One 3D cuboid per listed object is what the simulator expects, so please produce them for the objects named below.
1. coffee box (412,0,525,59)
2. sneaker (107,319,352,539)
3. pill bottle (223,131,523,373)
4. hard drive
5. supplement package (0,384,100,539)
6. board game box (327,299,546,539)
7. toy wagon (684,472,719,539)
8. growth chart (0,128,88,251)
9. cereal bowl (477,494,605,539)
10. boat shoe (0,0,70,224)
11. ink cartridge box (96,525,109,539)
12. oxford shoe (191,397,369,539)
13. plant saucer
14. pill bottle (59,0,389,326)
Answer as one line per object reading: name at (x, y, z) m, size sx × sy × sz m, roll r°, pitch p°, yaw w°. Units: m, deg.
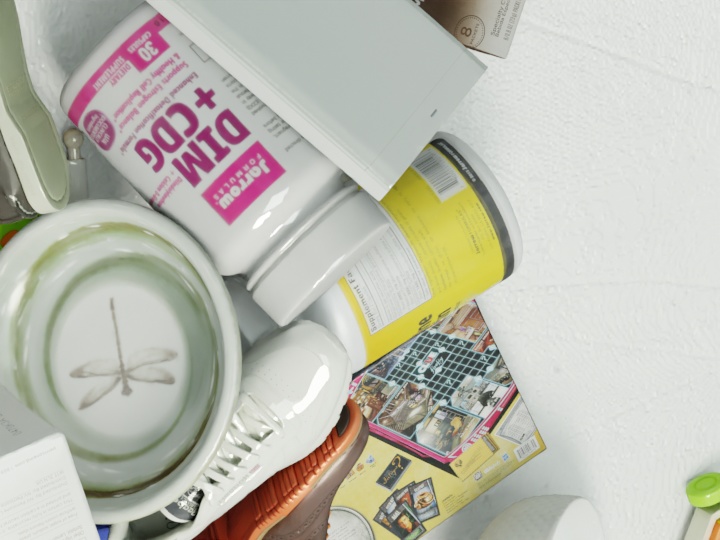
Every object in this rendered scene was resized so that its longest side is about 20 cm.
coffee box at (0.066, -0.253, 1.733) m, size 0.114 × 0.080 × 0.201 m, roll 17°, pitch 95°, yaw -28°
sneaker at (-0.082, 0.113, 1.666) m, size 0.076 × 0.080 × 0.200 m, roll 45°, pitch 113°, yaw 3°
pill bottle at (0.000, 0.000, 1.747) m, size 0.199 × 0.112 × 0.112 m, roll -31°, pitch 114°, yaw -16°
hard drive at (-0.029, -0.150, 1.631) m, size 0.200 × 0.026 × 0.132 m, roll 41°, pitch 50°, yaw -3°
supplement package at (-0.217, 0.190, 1.577) m, size 0.117 × 0.117 × 0.201 m, roll -24°, pitch 112°, yaw -20°
board game box at (0.019, 0.121, 1.831) m, size 0.200 × 0.035 × 0.136 m, roll -33°, pitch 115°, yaw -15°
toy wagon at (0.331, 0.197, 2.001) m, size 0.199 × 0.040 × 0.156 m, roll -30°, pitch 114°, yaw -17°
growth chart at (-0.257, -0.008, 1.673) m, size 0.199 × 0.018 × 0.146 m, roll -18°, pitch 109°, yaw -22°
cereal bowl at (0.110, 0.255, 1.851) m, size 0.200 × 0.083 × 0.201 m, roll 3°, pitch 90°, yaw -70°
boat shoe at (-0.239, -0.126, 1.620) m, size 0.060 × 0.072 × 0.202 m, roll -14°, pitch 98°, yaw 19°
ink cartridge box at (-0.170, 0.259, 1.767) m, size 0.094 × 0.044 × 0.201 m, roll -7°, pitch 106°, yaw -26°
oxford shoe at (-0.045, 0.160, 1.751) m, size 0.072 × 0.071 × 0.200 m, roll 24°, pitch 124°, yaw -26°
plant saucer at (-0.153, 0.056, 1.648) m, size 0.050 × 0.199 × 0.201 m, roll 2°, pitch 105°, yaw -64°
pill bottle at (-0.082, -0.070, 1.641) m, size 0.113 × 0.113 × 0.200 m, roll -43°, pitch 86°, yaw -10°
